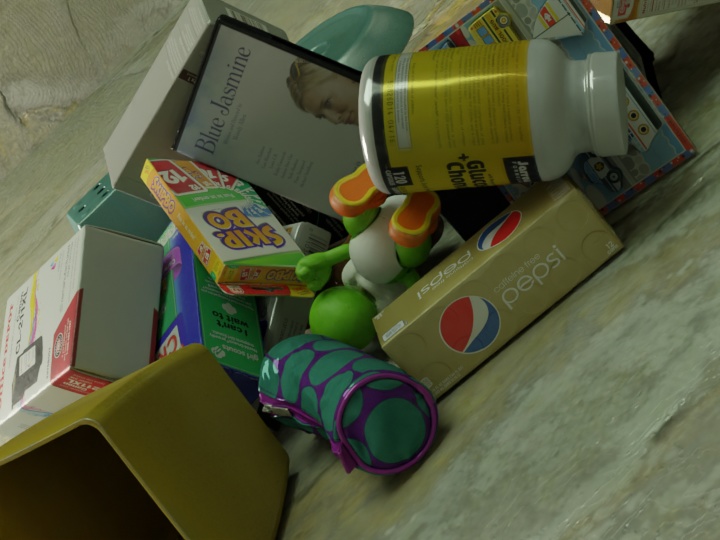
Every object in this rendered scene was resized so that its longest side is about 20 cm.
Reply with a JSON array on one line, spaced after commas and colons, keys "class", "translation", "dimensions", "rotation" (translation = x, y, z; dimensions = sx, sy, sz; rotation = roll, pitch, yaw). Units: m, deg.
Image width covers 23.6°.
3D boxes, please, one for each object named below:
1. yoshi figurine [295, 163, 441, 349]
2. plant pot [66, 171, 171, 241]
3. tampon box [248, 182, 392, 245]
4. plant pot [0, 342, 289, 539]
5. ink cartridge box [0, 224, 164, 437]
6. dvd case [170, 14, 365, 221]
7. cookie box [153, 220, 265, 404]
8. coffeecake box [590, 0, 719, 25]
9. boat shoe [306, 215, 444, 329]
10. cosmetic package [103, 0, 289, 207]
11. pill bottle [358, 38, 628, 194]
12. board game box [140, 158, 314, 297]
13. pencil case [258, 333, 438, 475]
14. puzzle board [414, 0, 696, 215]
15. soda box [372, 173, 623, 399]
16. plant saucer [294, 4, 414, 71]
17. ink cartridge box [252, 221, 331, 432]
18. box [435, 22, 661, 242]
[{"class": "yoshi figurine", "translation": [0.004, 0.007, 1.472], "dimensions": [0.200, 0.112, 0.112], "rotation": [100, 160, -55]}, {"class": "plant pot", "translation": [-0.208, -0.017, 1.844], "dimensions": [0.141, 0.200, 0.141], "rotation": [-44, 20, -6]}, {"class": "tampon box", "translation": [-0.034, -0.098, 1.752], "dimensions": [0.200, 0.150, 0.126], "rotation": [-49, 23, -19]}, {"class": "plant pot", "translation": [-0.176, 0.177, 1.420], "dimensions": [0.200, 0.200, 0.176], "rotation": [-27, 15, 37]}, {"class": "ink cartridge box", "translation": [-0.266, 0.066, 1.609], "dimensions": [0.200, 0.083, 0.146], "rotation": [-35, 47, 51]}, {"class": "dvd case", "translation": [-0.062, -0.137, 1.604], "dimensions": [0.018, 0.200, 0.143], "rotation": [-66, -1, -64]}, {"class": "cookie box", "translation": [-0.165, 0.072, 1.593], "dimensions": [0.171, 0.075, 0.200], "rotation": [-51, 35, 32]}, {"class": "coffeecake box", "translation": [0.244, -0.284, 1.509], "dimensions": [0.200, 0.073, 0.154], "rotation": [-15, 33, -32]}, {"class": "boat shoe", "translation": [0.000, 0.000, 1.623], "dimensions": [0.070, 0.070, 0.200], "rotation": [-10, -15, -44]}, {"class": "cosmetic package", "translation": [-0.157, -0.157, 1.674], "dimensions": [0.200, 0.107, 0.090], "rotation": [-59, 28, 20]}, {"class": "pill bottle", "translation": [0.105, -0.122, 1.353], "dimensions": [0.200, 0.112, 0.112], "rotation": [-4, 32, 14]}, {"class": "board game box", "translation": [-0.119, -0.040, 1.568], "dimensions": [0.200, 0.096, 0.030], "rotation": [53, 130, 42]}, {"class": "pencil case", "translation": [-0.015, 0.107, 1.392], "dimensions": [0.092, 0.085, 0.200], "rotation": [-32, 16, -16]}, {"class": "puzzle board", "translation": [0.154, -0.135, 1.406], "dimensions": [0.151, 0.200, 0.017], "rotation": [-35, 3, 20]}, {"class": "soda box", "translation": [0.108, 0.010, 1.379], "dimensions": [0.200, 0.068, 0.064], "rotation": [-39, 19, 8]}, {"class": "plant saucer", "translation": [-0.037, -0.201, 1.701], "dimensions": [0.200, 0.036, 0.200], "rotation": [-33, 25, 18]}, {"class": "ink cartridge box", "translation": [-0.118, 0.060, 1.648], "dimensions": [0.200, 0.047, 0.198], "rotation": [-10, 62, 58]}, {"class": "box", "translation": [0.156, -0.138, 1.528], "dimensions": [0.200, 0.117, 0.197], "rotation": [-37, 21, 20]}]
